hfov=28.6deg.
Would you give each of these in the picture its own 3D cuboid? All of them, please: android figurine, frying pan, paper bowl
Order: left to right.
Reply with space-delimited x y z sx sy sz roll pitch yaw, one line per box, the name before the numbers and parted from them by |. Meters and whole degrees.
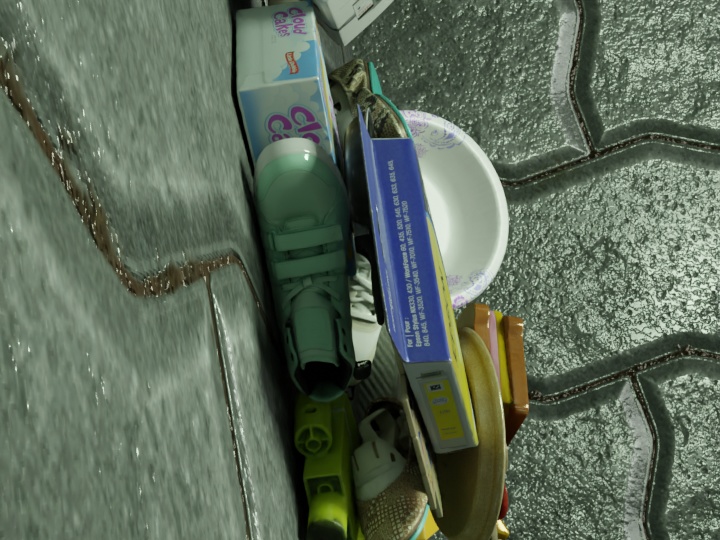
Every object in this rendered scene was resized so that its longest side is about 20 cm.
android figurine | -0.021 0.181 1.149 0.201 0.040 0.184 -91 172 -62
frying pan | 0.005 -0.036 1.140 0.115 0.030 0.193 71 17 -74
paper bowl | 0.040 -0.047 1.398 0.104 0.198 0.204 -30 -115 60

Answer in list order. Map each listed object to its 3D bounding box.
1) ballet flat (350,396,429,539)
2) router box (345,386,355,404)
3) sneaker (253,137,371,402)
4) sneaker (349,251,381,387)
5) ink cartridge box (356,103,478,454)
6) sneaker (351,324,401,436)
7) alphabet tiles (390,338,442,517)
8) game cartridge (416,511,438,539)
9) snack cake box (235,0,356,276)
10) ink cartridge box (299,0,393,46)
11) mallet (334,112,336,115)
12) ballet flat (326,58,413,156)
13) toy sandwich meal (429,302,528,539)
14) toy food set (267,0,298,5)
ballet flat | 0.018 0.159 1.149 0.066 0.070 0.200 52 10 -12
router box | 0.002 0.134 1.418 0.149 0.050 0.203 -53 134 -73
sneaker | -0.033 0.005 1.071 0.119 0.073 0.202 -105 -175 -51
sneaker | 0.000 0.000 1.252 0.093 0.069 0.203 144 -41 -61
ink cartridge box | 0.044 0.007 1.070 0.201 0.046 0.200 74 8 -58
sneaker | 0.035 0.143 1.313 0.104 0.075 0.203 18 81 -53
alphabet tiles | 0.041 0.088 1.117 0.201 0.006 0.168 -92 168 -62
game cartridge | 0.057 0.169 1.460 0.176 0.032 0.203 21 65 -79
snack cake box | -0.052 -0.102 1.156 0.116 0.066 0.202 -94 174 -48
ink cartridge box | -0.040 -0.285 1.192 0.147 0.083 0.200 49 2 2
mallet | -0.043 -0.145 1.702 0.200 0.040 0.067 93 -9 -87
ballet flat | -0.004 -0.135 1.272 0.201 0.074 0.069 -111 -179 -63
toy sandwich meal | 0.104 0.136 1.192 0.205 0.069 0.209 180 -90 -75
toy food set | -0.050 -0.178 1.423 0.201 0.059 0.145 78 5 -50
